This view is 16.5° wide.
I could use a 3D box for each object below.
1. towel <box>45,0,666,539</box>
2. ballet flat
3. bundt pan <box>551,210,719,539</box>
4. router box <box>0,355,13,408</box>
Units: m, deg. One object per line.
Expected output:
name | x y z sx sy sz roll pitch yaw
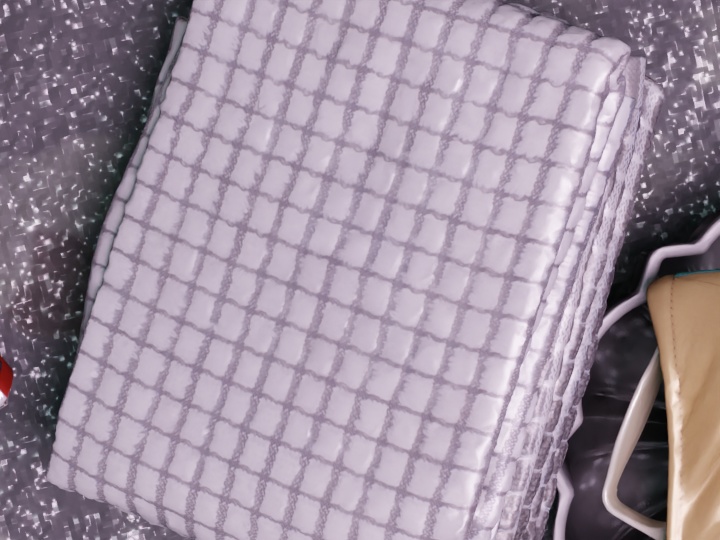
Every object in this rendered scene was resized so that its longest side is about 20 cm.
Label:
towel | 0.000 0.000 0.813 0.165 0.085 0.202 18 94 27
ballet flat | 0.109 0.096 0.813 0.063 0.069 0.202 9 96 20
bundt pan | 0.157 0.065 0.873 0.200 0.076 0.204 -1 98 -6
router box | -0.249 0.035 0.837 0.200 0.049 0.180 -39 101 1
